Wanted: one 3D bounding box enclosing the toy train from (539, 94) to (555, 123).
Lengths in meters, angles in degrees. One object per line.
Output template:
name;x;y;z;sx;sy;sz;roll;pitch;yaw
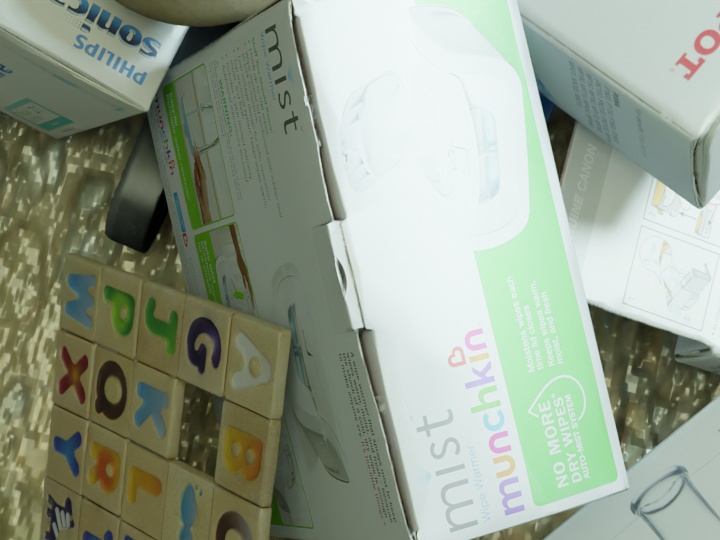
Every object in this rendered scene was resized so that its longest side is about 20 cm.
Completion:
toy train;0.061;-0.148;0.806;0.114;0.087;0.200;29;81;17

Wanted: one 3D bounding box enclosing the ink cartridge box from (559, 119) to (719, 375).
ink cartridge box;0.172;-0.056;0.775;0.176;0.045;0.200;19;78;-11

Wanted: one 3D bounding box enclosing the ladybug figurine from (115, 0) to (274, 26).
ladybug figurine;-0.036;-0.186;0.660;0.136;0.072;0.200;26;76;11

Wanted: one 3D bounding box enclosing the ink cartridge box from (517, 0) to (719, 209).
ink cartridge box;0.103;-0.144;0.706;0.200;0.086;0.148;40;84;19

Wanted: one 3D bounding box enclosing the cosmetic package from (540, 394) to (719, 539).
cosmetic package;0.125;0.162;0.709;0.200;0.052;0.151;-43;76;19

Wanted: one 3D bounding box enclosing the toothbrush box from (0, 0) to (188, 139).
toothbrush box;-0.105;-0.167;0.771;0.085;0.146;0.200;30;77;-21

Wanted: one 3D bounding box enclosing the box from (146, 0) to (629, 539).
box;0.000;0.000;0.694;0.097;0.176;0.200;-13;89;-25

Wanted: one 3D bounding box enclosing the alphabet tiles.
alphabet tiles;-0.088;0.105;0.721;0.008;0.167;0.200;1;100;-38

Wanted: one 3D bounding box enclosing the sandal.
sandal;-0.059;-0.100;0.807;0.043;0.076;0.200;22;89;0
